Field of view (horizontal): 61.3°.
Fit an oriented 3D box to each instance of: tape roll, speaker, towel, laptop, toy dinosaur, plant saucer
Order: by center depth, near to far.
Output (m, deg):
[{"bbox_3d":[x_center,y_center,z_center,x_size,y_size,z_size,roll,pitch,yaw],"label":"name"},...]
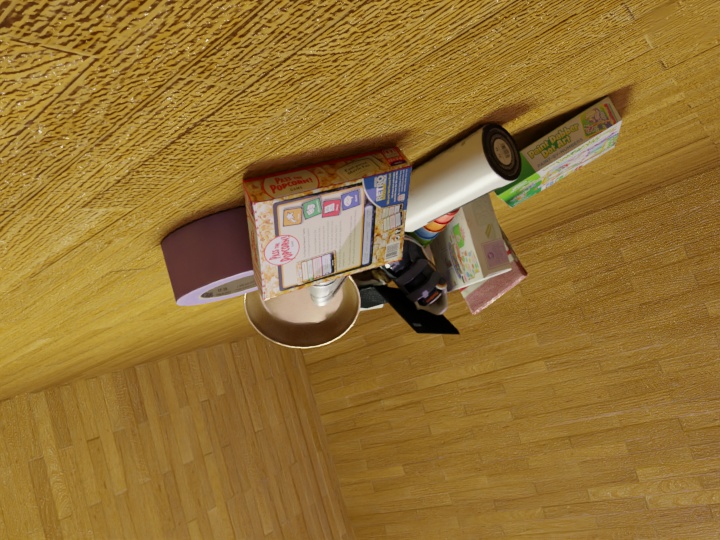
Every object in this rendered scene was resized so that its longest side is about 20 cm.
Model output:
[{"bbox_3d":[0.121,-0.124,0.847,0.080,0.083,0.199,-12,171,-41],"label":"speaker"},{"bbox_3d":[-0.176,-0.020,0.869,0.196,0.087,0.200,-18,173,-2],"label":"tape roll"},{"bbox_3d":[-0.098,0.046,1.033,0.197,0.202,0.036,-19,-143,10],"label":"plant saucer"},{"bbox_3d":[0.052,0.086,1.116,0.197,0.105,0.176,-18,164,31],"label":"laptop"},{"bbox_3d":[0.000,0.000,1.145,0.100,0.060,0.198,-11,-178,-41],"label":"toy dinosaur"},{"bbox_3d":[0.219,-0.038,1.159,0.022,0.203,0.144,-4,152,-42],"label":"towel"}]

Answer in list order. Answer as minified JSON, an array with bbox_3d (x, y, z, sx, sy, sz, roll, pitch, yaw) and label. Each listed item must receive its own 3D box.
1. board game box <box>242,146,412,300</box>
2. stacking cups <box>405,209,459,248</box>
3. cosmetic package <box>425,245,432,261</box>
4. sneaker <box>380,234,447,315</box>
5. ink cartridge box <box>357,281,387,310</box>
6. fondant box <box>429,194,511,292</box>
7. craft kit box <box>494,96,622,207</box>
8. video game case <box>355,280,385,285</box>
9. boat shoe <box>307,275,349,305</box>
[{"bbox_3d":[-0.038,-0.057,0.746,0.196,0.047,0.153,-16,136,-19],"label":"board game box"},{"bbox_3d":[0.118,-0.079,1.015,0.059,0.062,0.200,-16,174,-14],"label":"stacking cups"},{"bbox_3d":[0.044,-0.035,1.267,0.196,0.073,0.105,-8,178,18],"label":"cosmetic package"},{"bbox_3d":[0.097,0.010,1.046,0.078,0.080,0.199,-38,138,13],"label":"sneaker"},{"bbox_3d":[-0.029,0.045,1.228,0.157,0.048,0.200,-8,164,-4],"label":"ink cartridge box"},{"bbox_3d":[0.181,-0.048,1.070,0.057,0.147,0.200,-15,175,-12],"label":"fondant box"},{"bbox_3d":[0.302,-0.174,0.948,0.198,0.049,0.197,-32,167,18],"label":"craft kit box"},{"bbox_3d":[-0.066,0.027,1.361,0.196,0.023,0.182,-4,-179,-19],"label":"video game case"},{"bbox_3d":[-0.038,-0.029,0.887,0.072,0.066,0.201,11,-141,16],"label":"boat shoe"}]
